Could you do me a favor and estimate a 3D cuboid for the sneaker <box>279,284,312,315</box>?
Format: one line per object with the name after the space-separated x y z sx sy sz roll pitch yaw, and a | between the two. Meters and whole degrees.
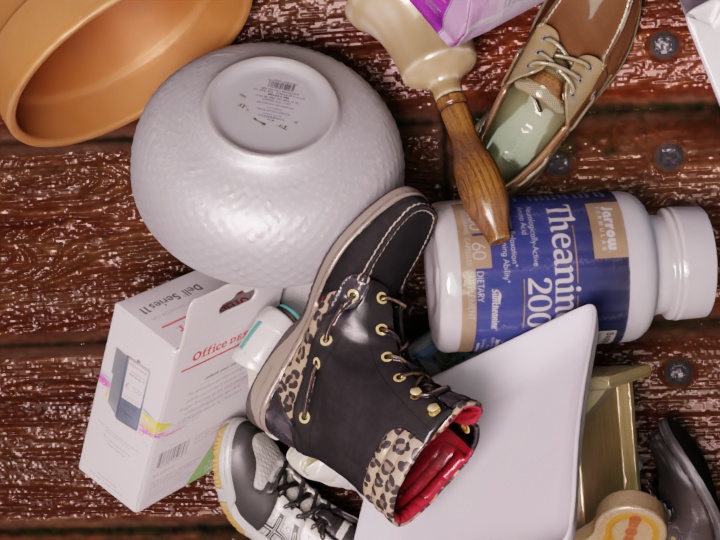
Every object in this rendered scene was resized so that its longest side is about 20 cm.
0.000 0.000 1.159 0.116 0.074 0.200 -38 86 16 | sneaker

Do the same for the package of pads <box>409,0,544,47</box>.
0.109 -0.243 1.041 0.200 0.076 0.121 -30 75 -23 | package of pads

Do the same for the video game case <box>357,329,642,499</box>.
0.088 0.134 1.206 0.200 0.022 0.182 -36 94 15 | video game case

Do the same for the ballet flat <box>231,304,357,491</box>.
-0.039 0.113 1.148 0.069 0.069 0.200 -21 123 13 | ballet flat

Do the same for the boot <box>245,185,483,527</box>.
0.024 0.058 1.031 0.151 0.073 0.200 37 94 36 | boot

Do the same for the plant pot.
-0.198 -0.203 1.105 0.200 0.200 0.140 -38 78 14 | plant pot

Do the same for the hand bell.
0.065 -0.111 1.077 0.104 0.104 0.200 -20 72 13 | hand bell

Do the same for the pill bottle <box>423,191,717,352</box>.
0.150 0.000 1.114 0.200 0.111 0.111 -3 101 -4 | pill bottle

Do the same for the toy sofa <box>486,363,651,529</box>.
0.158 0.166 1.109 0.098 0.083 0.200 -4 91 33 | toy sofa

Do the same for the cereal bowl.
-0.066 -0.090 1.093 0.200 0.200 0.083 14 146 6 | cereal bowl

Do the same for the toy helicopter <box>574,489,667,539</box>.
0.133 0.212 1.026 0.132 0.079 0.200 39 125 -14 | toy helicopter

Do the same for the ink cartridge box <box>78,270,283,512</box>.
-0.132 0.070 1.146 0.067 0.117 0.200 35 125 24 | ink cartridge box

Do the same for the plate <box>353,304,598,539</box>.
0.080 0.135 1.030 0.200 0.200 0.032 -30 122 37 | plate

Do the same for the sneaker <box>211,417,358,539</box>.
-0.043 0.191 1.193 0.088 0.076 0.200 -10 121 30 | sneaker

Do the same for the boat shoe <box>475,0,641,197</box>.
0.140 -0.134 1.114 0.076 0.074 0.200 29 105 2 | boat shoe

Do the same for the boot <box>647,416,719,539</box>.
0.196 0.220 1.176 0.174 0.069 0.200 -17 108 12 | boot

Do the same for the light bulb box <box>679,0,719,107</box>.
0.307 -0.116 1.027 0.125 0.200 0.198 -22 97 14 | light bulb box
